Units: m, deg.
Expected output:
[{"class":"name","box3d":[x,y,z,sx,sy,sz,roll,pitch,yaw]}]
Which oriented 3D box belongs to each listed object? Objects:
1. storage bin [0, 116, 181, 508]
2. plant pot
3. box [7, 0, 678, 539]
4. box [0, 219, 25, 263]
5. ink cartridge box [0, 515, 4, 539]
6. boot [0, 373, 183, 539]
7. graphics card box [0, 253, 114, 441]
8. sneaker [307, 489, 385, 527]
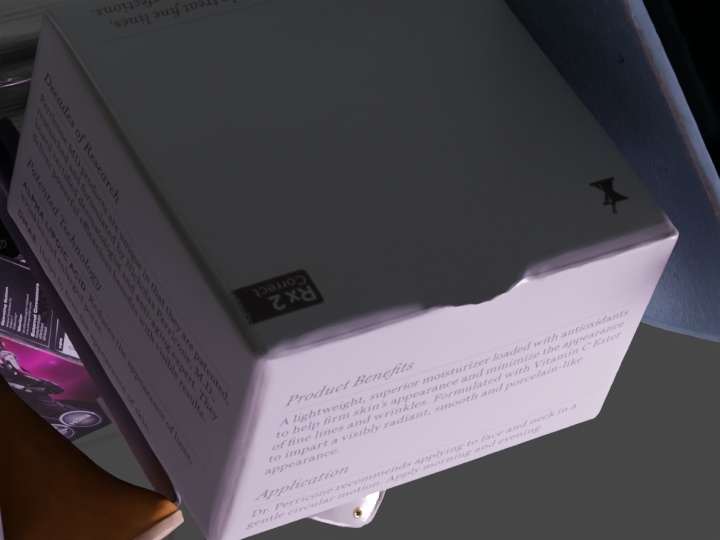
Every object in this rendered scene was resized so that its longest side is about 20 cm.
[{"class":"storage bin","box3d":[-0.081,-0.008,1.401,0.134,0.200,0.146,-31,176,-9]},{"class":"plant pot","box3d":[0.159,-0.092,1.315,0.196,0.197,0.200,-31,-166,-26]},{"class":"box","box3d":[-0.013,-0.021,1.235,0.199,0.200,0.131,-16,146,-28]},{"class":"box","box3d":[-0.191,-0.011,1.636,0.200,0.046,0.159,-25,172,42]},{"class":"ink cartridge box","box3d":[-0.233,0.074,1.387,0.068,0.200,0.115,-15,-167,-41]},{"class":"boot","box3d":[-0.173,0.081,1.414,0.071,0.144,0.201,-28,-172,-36]},{"class":"graphics card box","box3d":[-0.212,0.035,1.545,0.200,0.051,0.125,22,147,-37]},{"class":"sneaker","box3d":[0.016,0.056,1.350,0.200,0.116,0.074,-5,-162,-19]}]
